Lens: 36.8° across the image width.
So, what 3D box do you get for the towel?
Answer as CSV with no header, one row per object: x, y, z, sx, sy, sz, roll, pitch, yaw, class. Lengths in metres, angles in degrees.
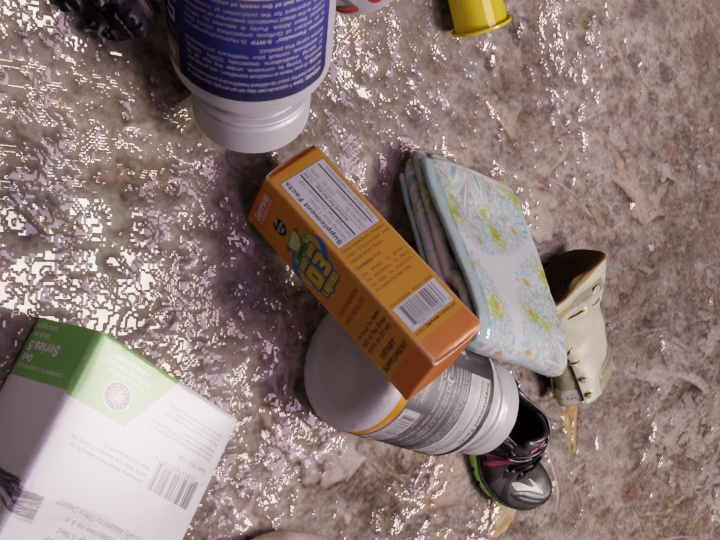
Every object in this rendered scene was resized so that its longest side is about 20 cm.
0.119,-0.007,1.013,0.170,0.048,0.202,17,50,-47,towel

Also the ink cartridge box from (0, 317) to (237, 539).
-0.193,0.157,0.737,0.145,0.083,0.202,42,66,-42,ink cartridge box

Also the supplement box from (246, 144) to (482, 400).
0.000,0.000,0.854,0.068,0.067,0.200,-32,74,-35,supplement box

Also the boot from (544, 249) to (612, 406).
0.212,0.083,1.178,0.199,0.071,0.157,-33,121,-40,boot

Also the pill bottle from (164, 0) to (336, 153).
-0.075,-0.180,0.741,0.120,0.119,0.201,-48,161,-31,pill bottle

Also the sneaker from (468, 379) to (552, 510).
0.159,0.183,1.123,0.077,0.083,0.201,-51,129,-28,sneaker

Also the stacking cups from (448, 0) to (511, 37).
0.086,-0.319,0.993,0.060,0.060,0.202,-36,117,-38,stacking cups

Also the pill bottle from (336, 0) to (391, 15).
-0.046,-0.286,0.807,0.199,0.115,0.118,25,77,-47,pill bottle

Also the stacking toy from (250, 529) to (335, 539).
-0.060,0.335,0.904,0.145,0.145,0.203,-1,115,-47,stacking toy

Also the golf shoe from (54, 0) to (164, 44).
-0.189,-0.243,0.696,0.095,0.077,0.201,-64,145,-24,golf shoe

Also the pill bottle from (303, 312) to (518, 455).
0.052,0.102,0.972,0.199,0.115,0.118,24,79,-47,pill bottle
